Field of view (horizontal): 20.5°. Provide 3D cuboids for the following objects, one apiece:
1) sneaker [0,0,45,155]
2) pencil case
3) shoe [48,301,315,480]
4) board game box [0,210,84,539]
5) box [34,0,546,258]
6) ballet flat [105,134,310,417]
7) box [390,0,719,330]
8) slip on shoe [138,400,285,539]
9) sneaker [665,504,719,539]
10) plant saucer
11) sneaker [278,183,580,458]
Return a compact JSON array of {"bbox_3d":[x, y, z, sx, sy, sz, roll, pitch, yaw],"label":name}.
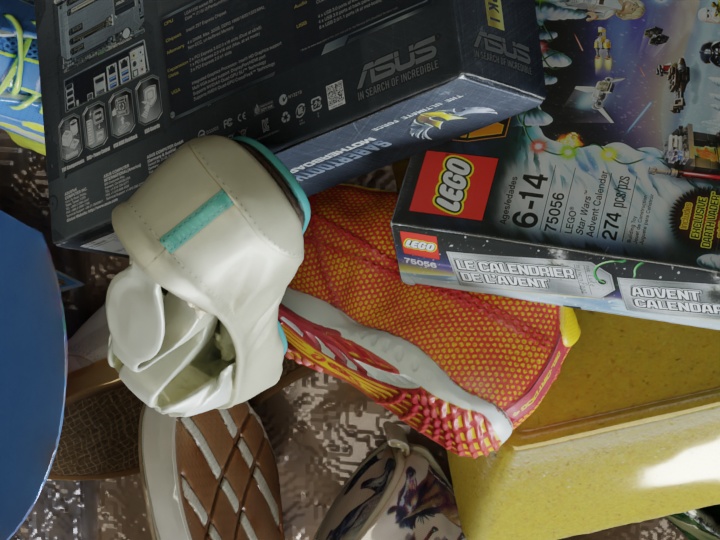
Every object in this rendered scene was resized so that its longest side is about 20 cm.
[{"bbox_3d":[-0.135,-0.075,0.801,0.199,0.105,0.076,25,111,1],"label":"sneaker"},{"bbox_3d":[0.066,0.155,0.859,0.200,0.078,0.090,38,89,-4],"label":"pencil case"},{"bbox_3d":[-0.074,0.034,0.861,0.199,0.054,0.070,-26,134,20],"label":"shoe"},{"bbox_3d":[-0.186,0.032,0.862,0.200,0.039,0.159,27,109,33],"label":"board game box"},{"bbox_3d":[-0.035,-0.106,0.707,0.199,0.051,0.158,-20,71,37],"label":"box"},{"bbox_3d":[-0.062,0.014,0.693,0.069,0.200,0.070,2,69,-5],"label":"ballet flat"},{"bbox_3d":[0.101,-0.077,0.715,0.136,0.201,0.040,8,148,14],"label":"box"},{"bbox_3d":[-0.066,0.126,0.863,0.060,0.076,0.201,4,133,29],"label":"slip on shoe"},{"bbox_3d":[0.162,0.104,0.820,0.200,0.089,0.077,41,109,-6],"label":"sneaker"},{"bbox_3d":[0.112,-0.010,0.764,0.199,0.048,0.201,-14,76,14],"label":"plant saucer"},{"bbox_3d":[0.000,0.000,0.756,0.200,0.073,0.077,31,71,34],"label":"sneaker"}]
